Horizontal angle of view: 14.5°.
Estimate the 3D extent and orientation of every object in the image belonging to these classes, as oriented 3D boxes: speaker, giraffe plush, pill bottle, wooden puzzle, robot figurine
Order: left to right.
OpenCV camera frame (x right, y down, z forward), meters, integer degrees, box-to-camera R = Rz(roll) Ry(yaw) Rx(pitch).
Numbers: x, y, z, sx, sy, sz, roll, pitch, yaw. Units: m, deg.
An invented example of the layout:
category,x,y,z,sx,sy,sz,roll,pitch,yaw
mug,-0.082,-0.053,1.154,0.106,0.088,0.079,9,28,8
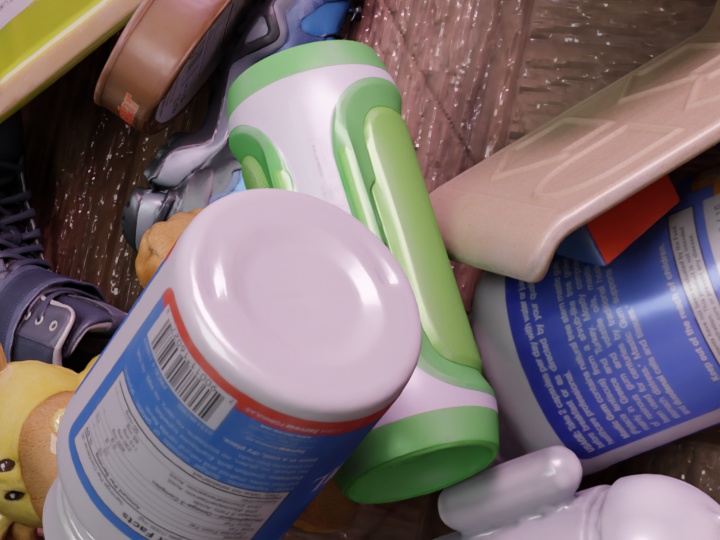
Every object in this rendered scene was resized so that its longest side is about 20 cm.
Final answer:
category,x,y,z,sx,sy,sz,roll,pitch,yaw
giraffe plush,-0.117,0.070,1.371,0.200,0.162,0.173,-24,84,61
pill bottle,-0.064,0.064,1.210,0.200,0.112,0.112,-52,54,46
speaker,0.000,0.000,1.285,0.088,0.088,0.200,-25,69,22
robot figurine,0.099,0.161,1.297,0.200,0.113,0.170,-21,108,24
pill bottle,0.122,0.029,1.316,0.200,0.112,0.112,-23,68,23
wooden puzzle,0.132,-0.056,1.285,0.200,0.185,0.046,-36,103,-10

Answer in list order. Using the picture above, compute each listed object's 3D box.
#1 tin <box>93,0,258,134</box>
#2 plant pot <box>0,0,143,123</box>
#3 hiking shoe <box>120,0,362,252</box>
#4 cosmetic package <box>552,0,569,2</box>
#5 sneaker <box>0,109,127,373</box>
category,x,y,z,sx,sy,sz,roll,pitch,yaw
tin,-0.064,-0.154,1.448,0.042,0.112,0.200,36,70,-1
plant pot,-0.207,-0.194,1.455,0.200,0.199,0.181,-39,41,-8
hiking shoe,-0.039,-0.078,1.471,0.087,0.074,0.200,33,93,5
cosmetic package,0.148,-0.191,1.299,0.107,0.200,0.090,55,132,26
sneaker,-0.174,-0.011,1.506,0.146,0.077,0.203,5,90,41
